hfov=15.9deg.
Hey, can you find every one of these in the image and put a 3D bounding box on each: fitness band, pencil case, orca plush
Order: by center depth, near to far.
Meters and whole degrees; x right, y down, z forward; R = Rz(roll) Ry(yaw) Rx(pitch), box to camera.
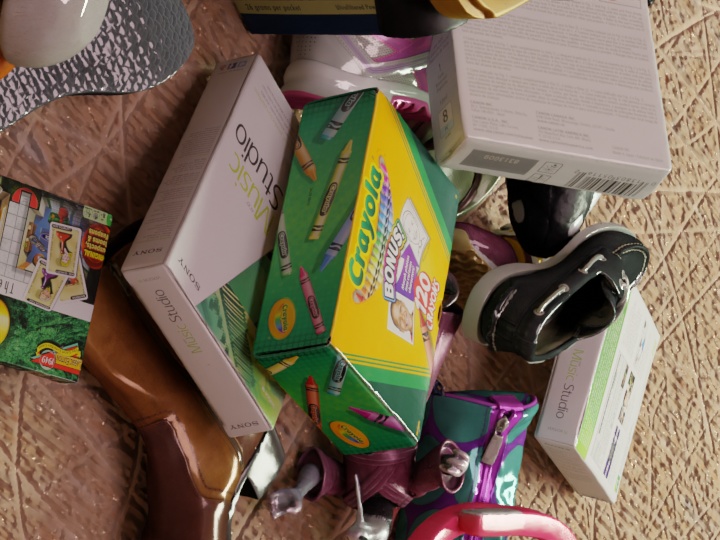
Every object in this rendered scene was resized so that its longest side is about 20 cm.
[{"bbox_3d":[0.084,0.231,1.756,0.200,0.037,0.144,10,91,-52],"label":"fitness band"},{"bbox_3d":[0.156,-0.107,1.796,0.105,0.071,0.200,30,86,-7],"label":"orca plush"},{"bbox_3d":[0.068,0.180,1.821,0.085,0.092,0.200,10,87,-19],"label":"pencil case"}]

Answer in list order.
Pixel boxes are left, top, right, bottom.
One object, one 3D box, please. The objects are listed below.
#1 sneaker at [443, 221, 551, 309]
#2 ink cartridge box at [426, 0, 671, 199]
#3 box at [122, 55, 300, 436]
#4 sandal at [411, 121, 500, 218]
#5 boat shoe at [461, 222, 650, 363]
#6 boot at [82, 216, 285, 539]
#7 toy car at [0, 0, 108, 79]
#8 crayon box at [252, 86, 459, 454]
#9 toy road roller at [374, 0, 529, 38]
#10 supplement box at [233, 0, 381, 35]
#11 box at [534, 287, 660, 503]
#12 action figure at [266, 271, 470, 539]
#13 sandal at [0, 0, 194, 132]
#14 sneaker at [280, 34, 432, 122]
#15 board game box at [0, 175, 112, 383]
[{"bbox_3d":[0.107,-0.009,1.877,0.200,0.075,0.090,44,59,-56],"label":"sneaker"},{"bbox_3d":[0.120,-0.153,1.742,0.160,0.047,0.200,8,60,-24],"label":"ink cartridge box"},{"bbox_3d":[-0.073,-0.017,1.614,0.144,0.036,0.200,59,35,-34],"label":"box"},{"bbox_3d":[0.049,-0.060,1.805,0.201,0.057,0.080,-28,115,-48],"label":"sandal"},{"bbox_3d":[0.149,0.021,1.779,0.200,0.060,0.076,-25,133,-46],"label":"boat shoe"},{"bbox_3d":[-0.129,0.097,1.580,0.188,0.068,0.200,-54,131,-34],"label":"boot"},{"bbox_3d":[-0.201,-0.183,1.404,0.150,0.175,0.200,88,24,-62],"label":"toy car"},{"bbox_3d":[0.000,0.000,1.630,0.119,0.058,0.200,50,40,-43],"label":"crayon box"},{"bbox_3d":[0.098,-0.217,1.561,0.200,0.146,0.123,-32,119,-46],"label":"toy road roller"},{"bbox_3d":[-0.012,-0.288,1.642,0.200,0.134,0.200,-55,133,-34],"label":"supplement box"},{"bbox_3d":[0.181,0.085,1.951,0.200,0.036,0.145,54,51,-69],"label":"box"},{"bbox_3d":[0.005,0.105,1.757,0.149,0.134,0.200,-94,-174,-74],"label":"action figure"},{"bbox_3d":[-0.183,-0.130,1.519,0.200,0.043,0.076,-22,104,-39],"label":"sandal"},{"bbox_3d":[0.027,-0.147,1.749,0.200,0.081,0.088,2,93,-53],"label":"sneaker"},{"bbox_3d":[-0.230,-0.009,1.455,0.200,0.023,0.105,20,79,-43],"label":"board game box"}]
